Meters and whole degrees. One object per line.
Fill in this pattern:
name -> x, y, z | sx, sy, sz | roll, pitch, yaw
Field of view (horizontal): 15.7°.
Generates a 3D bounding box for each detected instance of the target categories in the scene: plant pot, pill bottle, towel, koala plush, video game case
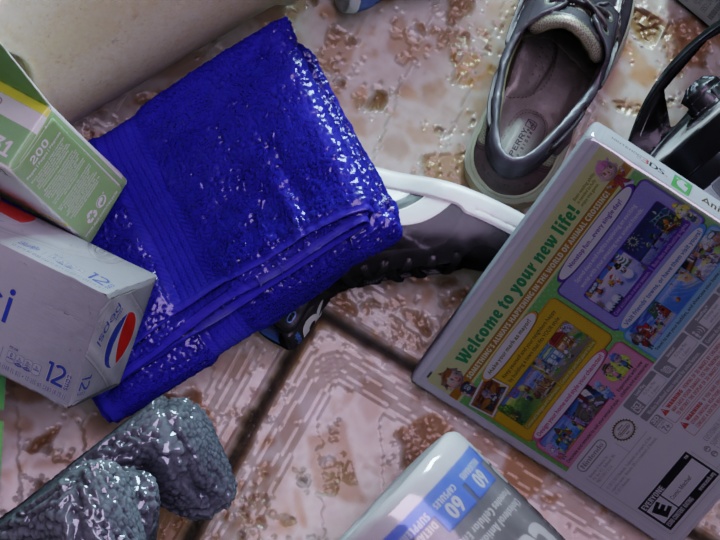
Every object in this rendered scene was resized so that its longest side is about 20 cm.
plant pot -> -0.135, -0.182, 1.431 | 0.183, 0.200, 0.201 | -39, 86, -6
pill bottle -> 0.081, 0.194, 1.408 | 0.200, 0.114, 0.114 | 45, 72, 2
towel -> -0.091, -0.029, 1.413 | 0.199, 0.050, 0.148 | -32, 74, 8
koala plush -> -0.119, 0.203, 1.342 | 0.183, 0.177, 0.200 | -36, 92, 20
video game case -> 0.151, 0.040, 1.430 | 0.182, 0.200, 0.022 | 33, 36, -3

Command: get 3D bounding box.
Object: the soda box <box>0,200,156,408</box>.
soda box -> -0.212, -0.004, 1.379 | 0.199, 0.063, 0.069 | 25, 107, 16

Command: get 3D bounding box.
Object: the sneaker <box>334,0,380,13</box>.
sneaker -> 0.034, -0.250, 1.534 | 0.114, 0.081, 0.201 | -3, 84, -16

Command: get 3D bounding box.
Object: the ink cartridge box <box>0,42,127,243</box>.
ink cartridge box -> -0.220, -0.098, 1.349 | 0.145, 0.200, 0.048 | 28, 80, 27

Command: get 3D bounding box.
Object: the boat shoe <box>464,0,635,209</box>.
boat shoe -> 0.118, -0.132, 1.521 | 0.072, 0.065, 0.201 | 26, 72, -3

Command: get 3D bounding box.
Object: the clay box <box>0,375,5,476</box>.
clay box -> -0.291, 0.081, 1.393 | 0.199, 0.048, 0.116 | 5, 73, -11

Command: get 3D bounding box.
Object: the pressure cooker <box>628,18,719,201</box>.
pressure cooker -> 0.254, -0.056, 1.472 | 0.176, 0.179, 0.200 | -40, 87, -15

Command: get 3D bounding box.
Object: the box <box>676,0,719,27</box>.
box -> 0.274, -0.252, 1.514 | 0.050, 0.199, 0.200 | 39, 72, 1

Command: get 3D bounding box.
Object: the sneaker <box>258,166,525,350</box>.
sneaker -> 0.000, 0.000, 1.467 | 0.199, 0.073, 0.113 | 17, 77, 2
